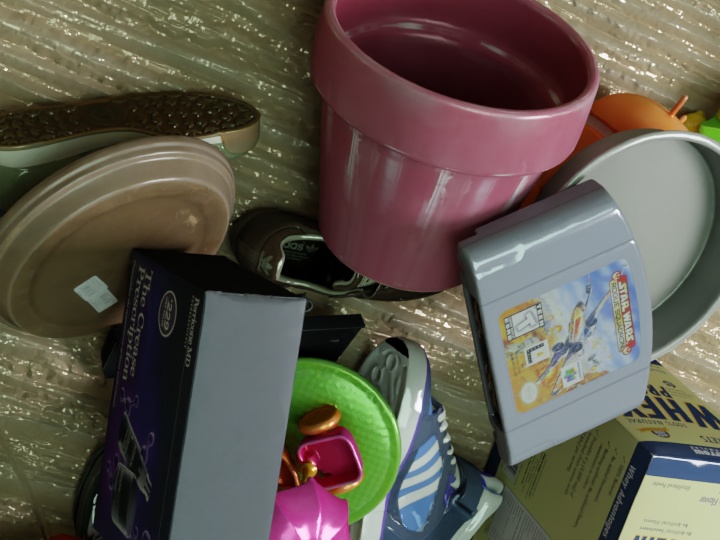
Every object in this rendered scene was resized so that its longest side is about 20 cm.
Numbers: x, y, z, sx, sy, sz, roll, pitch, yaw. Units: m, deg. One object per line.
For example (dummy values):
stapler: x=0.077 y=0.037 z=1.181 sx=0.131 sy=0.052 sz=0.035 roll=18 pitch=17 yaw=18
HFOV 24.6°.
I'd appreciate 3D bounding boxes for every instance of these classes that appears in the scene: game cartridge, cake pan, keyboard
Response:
game cartridge: x=0.145 y=0.039 z=1.186 sx=0.132 sy=0.042 sz=0.202 roll=-21 pitch=126 yaw=-8
cake pan: x=0.198 y=-0.018 z=1.223 sx=0.198 sy=0.037 sz=0.202 roll=-13 pitch=123 yaw=-20
keyboard: x=-0.092 y=0.045 z=1.240 sx=0.198 sy=0.021 sz=0.127 roll=-3 pitch=155 yaw=-23

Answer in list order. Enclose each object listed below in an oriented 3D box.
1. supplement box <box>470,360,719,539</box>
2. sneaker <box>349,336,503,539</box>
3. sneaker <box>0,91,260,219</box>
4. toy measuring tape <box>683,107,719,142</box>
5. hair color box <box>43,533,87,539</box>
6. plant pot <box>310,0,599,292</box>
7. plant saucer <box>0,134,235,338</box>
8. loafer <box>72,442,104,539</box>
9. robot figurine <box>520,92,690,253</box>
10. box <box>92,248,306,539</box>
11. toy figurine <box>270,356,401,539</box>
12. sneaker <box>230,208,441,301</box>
supplement box: x=0.209 y=0.196 z=1.370 sx=0.133 sy=0.200 sz=0.202 roll=9 pitch=110 yaw=-27
sneaker: x=0.060 y=0.150 z=1.363 sx=0.145 sy=0.080 sz=0.202 roll=3 pitch=109 yaw=-34
sneaker: x=-0.170 y=-0.069 z=1.166 sx=0.198 sy=0.067 sz=0.091 roll=-8 pitch=126 yaw=-22
toy measuring tape: x=0.357 y=-0.104 z=1.337 sx=0.198 sy=0.074 sz=0.074 roll=11 pitch=115 yaw=17
hair color box: x=-0.261 y=0.268 z=1.184 sx=0.199 sy=0.061 sz=0.103 roll=-16 pitch=110 yaw=-54
plant pot: x=0.050 y=-0.093 z=1.184 sx=0.198 sy=0.201 sz=0.180 roll=0 pitch=129 yaw=-24
plant saucer: x=-0.171 y=-0.016 z=1.146 sx=0.198 sy=0.030 sz=0.201 roll=-27 pitch=155 yaw=-13
loafer: x=-0.191 y=0.230 z=1.291 sx=0.071 sy=0.063 sz=0.202 roll=5 pitch=111 yaw=-26
robot figurine: x=0.186 y=-0.056 z=1.292 sx=0.200 sy=0.117 sz=0.144 roll=-47 pitch=124 yaw=3
box: x=-0.111 y=0.099 z=1.103 sx=0.078 sy=0.141 sz=0.203 roll=4 pitch=99 yaw=-31
toy figurine: x=-0.072 y=0.177 z=1.213 sx=0.198 sy=0.184 sz=0.152 roll=-17 pitch=109 yaw=11
sneaker: x=0.000 y=0.000 z=1.261 sx=0.198 sy=0.076 sz=0.071 roll=4 pitch=112 yaw=-25
